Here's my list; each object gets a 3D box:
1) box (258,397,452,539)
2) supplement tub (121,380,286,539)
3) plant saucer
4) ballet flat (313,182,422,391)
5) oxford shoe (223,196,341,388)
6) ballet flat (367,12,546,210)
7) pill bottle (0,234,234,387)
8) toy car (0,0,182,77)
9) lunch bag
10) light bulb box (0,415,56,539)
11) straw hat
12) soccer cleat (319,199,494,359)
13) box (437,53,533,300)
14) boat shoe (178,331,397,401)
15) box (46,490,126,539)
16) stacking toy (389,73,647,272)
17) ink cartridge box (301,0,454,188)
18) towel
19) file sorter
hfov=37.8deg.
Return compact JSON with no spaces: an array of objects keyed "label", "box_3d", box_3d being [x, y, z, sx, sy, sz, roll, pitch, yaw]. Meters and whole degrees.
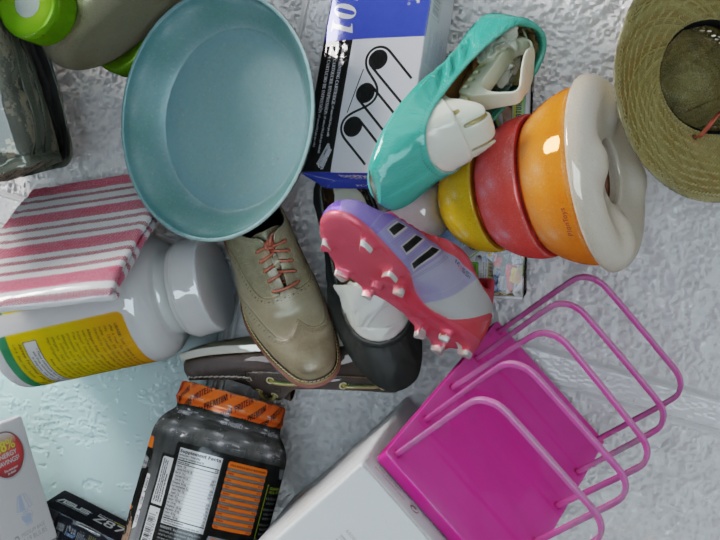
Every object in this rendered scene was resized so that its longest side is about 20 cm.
[{"label":"box","box_3d":[0.004,0.211,0.854,0.152,0.200,0.106,-43,86,15]},{"label":"supplement tub","box_3d":[-0.136,0.204,0.907,0.122,0.123,0.202,13,80,10]},{"label":"plant saucer","box_3d":[-0.110,-0.123,0.849,0.199,0.036,0.202,0,89,32]},{"label":"ballet flat","box_3d":[0.000,0.000,0.862,0.067,0.068,0.201,-17,73,-6]},{"label":"oxford shoe","box_3d":[-0.074,0.003,0.870,0.070,0.075,0.201,-24,67,-12]},{"label":"ballet flat","box_3d":[0.079,-0.123,0.775,0.070,0.200,0.068,7,141,43]},{"label":"pill bottle","box_3d":[-0.218,0.031,0.924,0.198,0.113,0.114,-13,95,13]},{"label":"toy car","box_3d":[-0.234,-0.284,0.868,0.157,0.164,0.201,-36,80,14]},{"label":"lunch bag","box_3d":[-0.318,-0.155,0.881,0.117,0.200,0.165,-15,99,-1]},{"label":"light bulb box","box_3d":[-0.418,0.228,0.927,0.199,0.198,0.126,-13,96,30]},{"label":"straw hat","box_3d":[0.260,-0.147,0.808,0.199,0.085,0.203,-2,98,-17]},{"label":"soccer cleat","box_3d":[0.039,-0.006,0.793,0.066,0.200,0.077,2,61,42]},{"label":"box","box_3d":[0.088,-0.079,0.883,0.109,0.035,0.202,2,98,12]},{"label":"boat shoe","box_3d":[-0.061,0.085,0.920,0.198,0.072,0.060,-6,93,7]},{"label":"box","box_3d":[-0.257,0.336,1.005,0.160,0.049,0.201,23,101,10]},{"label":"stacking toy","box_3d":[0.109,-0.062,0.813,0.199,0.146,0.147,-8,96,30]},{"label":"ink cartridge box","box_3d":[0.017,-0.167,0.838,0.093,0.044,0.202,3,78,29]},{"label":"towel","box_3d":[-0.242,-0.022,0.884,0.145,0.201,0.030,-8,122,13]},{"label":"file sorter","box_3d":[0.140,0.114,0.794,0.139,0.200,0.125,48,132,1]}]
